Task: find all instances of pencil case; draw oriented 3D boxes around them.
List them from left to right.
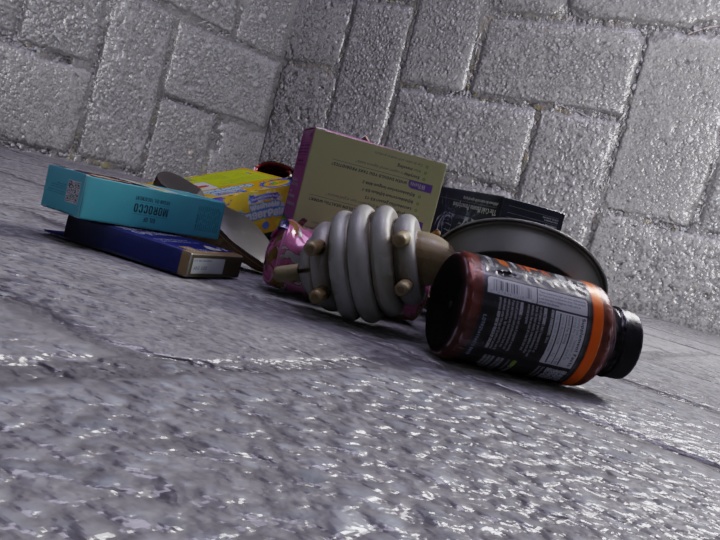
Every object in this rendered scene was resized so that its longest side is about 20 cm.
[{"bbox_3d":[-0.013,0.000,1.001,0.199,0.087,0.083,16,7,-13],"label":"pencil case"}]

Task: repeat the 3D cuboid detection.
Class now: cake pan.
[{"bbox_3d":[0.168,0.024,0.929,0.200,0.037,0.201,13,-38,11],"label":"cake pan"}]

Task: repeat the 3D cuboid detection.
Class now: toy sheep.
[{"bbox_3d":[0.002,-0.007,0.892,0.199,0.138,0.138,-1,1,12],"label":"toy sheep"}]

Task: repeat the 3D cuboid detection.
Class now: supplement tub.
[{"bbox_3d":[0.171,0.052,0.827,0.199,0.107,0.107,14,4,-14],"label":"supplement tub"}]

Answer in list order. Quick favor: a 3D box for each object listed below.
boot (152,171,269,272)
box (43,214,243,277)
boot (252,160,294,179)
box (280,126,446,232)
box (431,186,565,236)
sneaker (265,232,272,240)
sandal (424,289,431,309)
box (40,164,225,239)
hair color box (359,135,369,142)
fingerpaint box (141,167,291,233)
[{"bbox_3d":[-0.203,-0.049,1.144,0.200,0.076,0.074,34,23,-1],"label":"boot"},{"bbox_3d":[-0.252,-0.032,0.981,0.200,0.032,0.121,15,5,19],"label":"box"},{"bbox_3d":[-0.102,-0.100,1.489,0.203,0.074,0.154,26,-31,26],"label":"boot"},{"bbox_3d":[-0.007,-0.064,1.085,0.175,0.201,0.097,13,4,-14],"label":"box"},{"bbox_3d":[0.179,-0.016,1.221,0.104,0.183,0.200,12,5,-21],"label":"box"},{"bbox_3d":[-0.131,-0.071,1.407,0.087,0.075,0.200,-29,33,-34],"label":"sneaker"},{"bbox_3d":[0.114,0.044,1.090,0.080,0.057,0.201,44,-16,-4],"label":"sandal"},{"bbox_3d":[-0.264,-0.079,1.000,0.082,0.049,0.200,17,5,39],"label":"box"},{"bbox_3d":[-0.048,-0.137,1.342,0.064,0.111,0.200,57,-18,-2],"label":"hair color box"},{"bbox_3d":[-0.217,-0.098,1.293,0.200,0.074,0.167,-15,22,-37],"label":"fingerpaint box"}]
